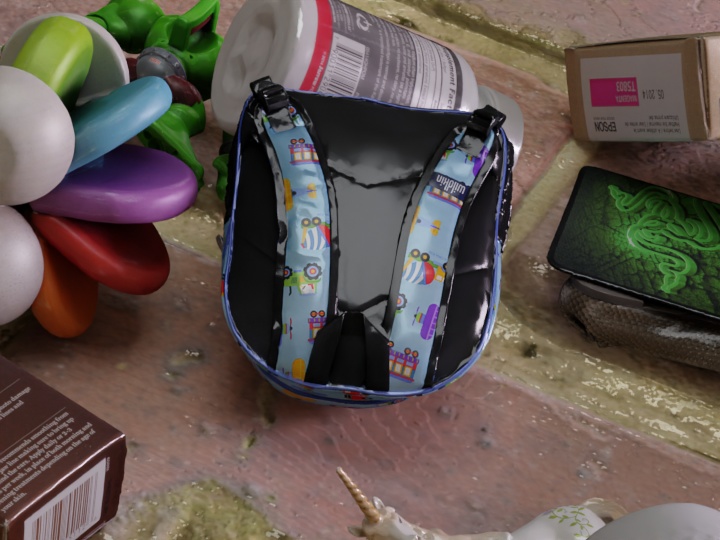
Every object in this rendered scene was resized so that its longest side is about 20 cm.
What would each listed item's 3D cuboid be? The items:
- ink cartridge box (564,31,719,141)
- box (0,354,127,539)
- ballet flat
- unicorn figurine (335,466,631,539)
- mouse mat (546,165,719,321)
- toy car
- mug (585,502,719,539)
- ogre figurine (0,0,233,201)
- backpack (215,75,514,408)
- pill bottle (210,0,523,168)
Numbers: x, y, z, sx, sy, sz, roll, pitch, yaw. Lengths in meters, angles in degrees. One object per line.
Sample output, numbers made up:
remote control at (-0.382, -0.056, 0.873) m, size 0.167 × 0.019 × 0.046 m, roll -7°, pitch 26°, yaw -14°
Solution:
ink cartridge box at (0.263, -0.134, 1.507) m, size 0.165 × 0.075 × 0.200 m, roll -8°, pitch 7°, yaw -20°
box at (-0.240, 0.092, 1.187) m, size 0.200 × 0.075 × 0.100 m, roll 31°, pitch 43°, yaw 22°
ballet flat at (0.224, 0.048, 1.376) m, size 0.200 × 0.046 × 0.067 m, roll 17°, pitch 23°, yaw 0°
unicorn figurine at (0.087, 0.170, 1.175) m, size 0.200 × 0.074 × 0.137 m, roll -3°, pitch 37°, yaw -42°
mouse mat at (0.215, -0.017, 1.440) m, size 0.161 × 0.008 × 0.200 m, roll 17°, pitch 24°, yaw 6°
toy car at (-0.175, -0.051, 1.284) m, size 0.150 × 0.200 × 0.175 m, roll 19°, pitch 24°, yaw 4°
mug at (0.191, 0.215, 1.060) m, size 0.200 × 0.148 × 0.175 m, roll 8°, pitch 45°, yaw -29°
ogre figurine at (-0.134, -0.127, 1.468) m, size 0.200 × 0.098 × 0.120 m, roll 17°, pitch 49°, yaw 26°
backpack at (0.000, 0.000, 1.306) m, size 0.182 × 0.135 × 0.200 m, roll 7°, pitch 62°, yaw -3°
pill bottle at (0.009, -0.112, 1.430) m, size 0.200 × 0.111 × 0.111 m, roll 20°, pitch 31°, yaw -30°
